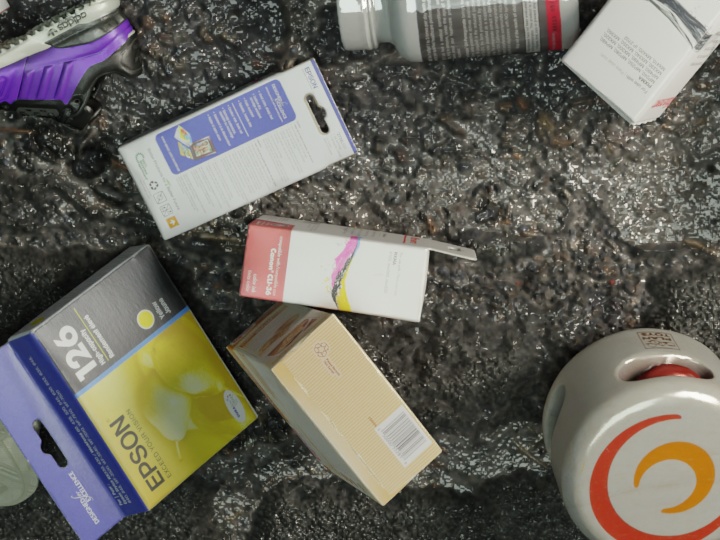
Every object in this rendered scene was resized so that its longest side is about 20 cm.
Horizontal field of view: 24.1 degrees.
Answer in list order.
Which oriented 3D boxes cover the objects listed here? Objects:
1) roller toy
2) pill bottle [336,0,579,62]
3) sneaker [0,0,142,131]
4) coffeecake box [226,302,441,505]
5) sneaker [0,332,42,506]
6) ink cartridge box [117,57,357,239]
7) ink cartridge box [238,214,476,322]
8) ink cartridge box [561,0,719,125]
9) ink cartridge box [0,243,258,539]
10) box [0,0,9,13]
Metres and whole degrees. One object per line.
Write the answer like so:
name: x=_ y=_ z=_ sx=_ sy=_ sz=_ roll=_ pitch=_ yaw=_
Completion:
roller toy: x=0.260 y=0.150 z=1.507 sx=0.200 sy=0.140 sz=0.182 roll=-40 pitch=112 yaw=13
pill bottle: x=0.081 y=-0.233 z=1.411 sx=0.198 sy=0.111 sz=0.112 roll=-4 pitch=108 yaw=6
sneaker: x=-0.281 y=-0.161 z=1.486 sx=0.199 sy=0.070 sz=0.100 roll=-25 pitch=107 yaw=12
coffeecake box: x=-0.028 y=0.111 z=1.481 sx=0.073 sy=0.200 sz=0.154 roll=-41 pitch=102 yaw=-10
sneaker: x=-0.334 y=0.137 z=1.591 sx=0.076 sy=0.112 sz=0.200 roll=7 pitch=144 yaw=-12
ink cartridge box: x=-0.109 y=-0.110 z=1.507 sx=0.199 sy=0.037 sz=0.095 roll=-23 pitch=104 yaw=14
ink cartridge box: x=0.000 y=0.000 z=1.486 sx=0.198 sy=0.116 sz=0.068 roll=8 pitch=96 yaw=2
ink cartridge box: x=0.266 y=-0.223 z=1.374 sx=0.084 sy=0.145 sz=0.200 roll=41 pitch=107 yaw=10
ink cartridge box: x=-0.218 y=0.111 z=1.519 sx=0.047 sy=0.200 sz=0.198 roll=-11 pitch=114 yaw=53
box: x=-0.424 y=-0.212 z=1.452 sx=0.199 sy=0.125 sz=0.098 roll=-27 pitch=104 yaw=13
